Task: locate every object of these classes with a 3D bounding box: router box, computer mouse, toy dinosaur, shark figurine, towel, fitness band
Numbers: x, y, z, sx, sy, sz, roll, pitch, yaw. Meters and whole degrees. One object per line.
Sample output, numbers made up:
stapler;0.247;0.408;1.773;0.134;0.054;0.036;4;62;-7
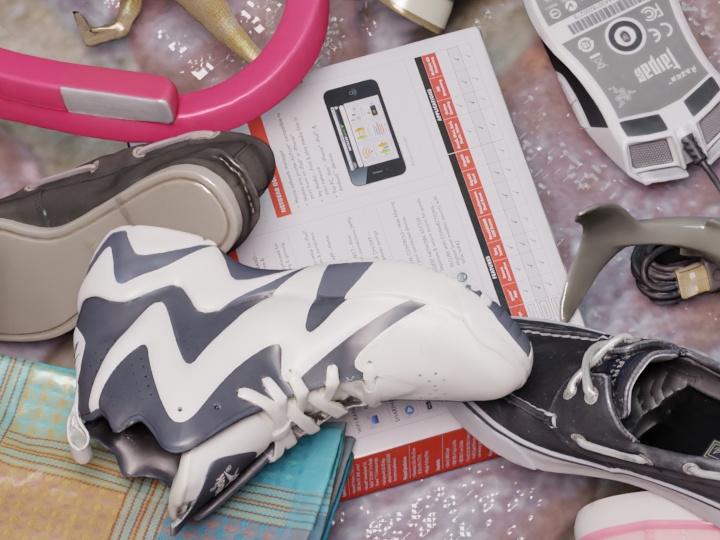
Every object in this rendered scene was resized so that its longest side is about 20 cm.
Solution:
router box;0.000;0.000;1.371;0.179;0.049;0.200;-15;65;-6
computer mouse;0.145;-0.078;1.410;0.109;0.044;0.200;-25;71;-9
toy dinosaur;-0.102;-0.156;1.426;0.101;0.058;0.200;-28;52;7
shark figurine;0.198;0.012;1.318;0.214;0.089;0.128;39;64;-4
towel;-0.113;0.105;1.264;0.199;0.022;0.147;12;49;5
fitness band;-0.113;-0.128;1.367;0.199;0.037;0.144;11;56;16

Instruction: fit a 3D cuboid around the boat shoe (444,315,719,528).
boat shoe;0.117;0.057;1.259;0.200;0.068;0.072;25;63;28

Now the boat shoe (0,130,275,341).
boat shoe;-0.121;-0.016;1.347;0.200;0.067;0.057;-16;19;34

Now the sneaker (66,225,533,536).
sneaker;-0.034;0.060;1.242;0.199;0.080;0.130;13;61;5

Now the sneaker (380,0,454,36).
sneaker;-0.003;-0.206;1.436;0.200;0.067;0.090;43;102;25

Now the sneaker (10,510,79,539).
sneaker;-0.195;0.134;1.299;0.200;0.078;0.099;-30;64;-13

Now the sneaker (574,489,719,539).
sneaker;0.186;0.159;1.278;0.200;0.075;0.105;8;71;9
